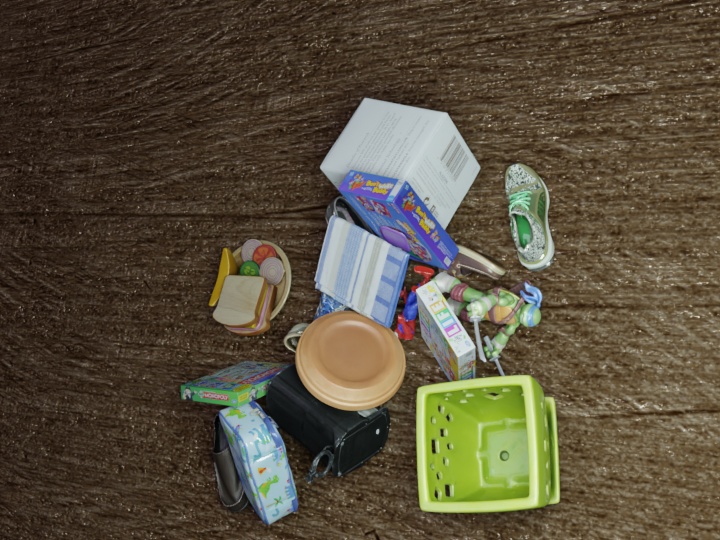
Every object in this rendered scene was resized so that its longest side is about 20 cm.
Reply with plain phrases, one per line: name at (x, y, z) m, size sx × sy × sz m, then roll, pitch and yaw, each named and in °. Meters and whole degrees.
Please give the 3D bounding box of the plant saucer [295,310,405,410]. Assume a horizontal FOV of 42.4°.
plant saucer at (-0.015, 0.151, 1.639) m, size 0.199 × 0.038 × 0.201 m, roll 5°, pitch 53°, yaw -7°

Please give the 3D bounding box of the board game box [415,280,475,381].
board game box at (0.145, 0.118, 1.555) m, size 0.034 × 0.200 × 0.135 m, roll -28°, pitch 64°, yaw -7°

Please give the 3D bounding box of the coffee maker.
coffee maker at (-0.077, 0.260, 1.649) m, size 0.199 × 0.191 × 0.136 m, roll 31°, pitch 108°, yaw 35°

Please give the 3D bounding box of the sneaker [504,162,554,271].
sneaker at (0.286, -0.104, 1.609) m, size 0.076 × 0.088 × 0.201 m, roll -20°, pitch 66°, yaw 24°

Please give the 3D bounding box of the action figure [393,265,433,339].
action figure at (0.086, 0.067, 1.631) m, size 0.051 × 0.200 × 0.066 m, roll 6°, pitch 56°, yaw -4°

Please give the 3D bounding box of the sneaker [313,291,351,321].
sneaker at (-0.054, 0.065, 1.763) m, size 0.075 × 0.077 × 0.201 m, roll 20°, pitch 87°, yaw 31°

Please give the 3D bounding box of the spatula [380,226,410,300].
spatula at (0.067, -0.010, 1.657) m, size 0.056 × 0.201 × 0.021 m, roll 25°, pitch 55°, yaw 26°

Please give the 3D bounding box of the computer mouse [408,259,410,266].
computer mouse at (0.048, 0.031, 1.745) m, size 0.058 × 0.034 × 0.201 m, roll 22°, pitch 80°, yaw 18°

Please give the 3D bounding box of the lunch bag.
lunch bag at (-0.185, 0.340, 1.678) m, size 0.082 × 0.201 × 0.161 m, roll -22°, pitch 25°, yaw -20°

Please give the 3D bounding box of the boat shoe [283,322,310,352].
boat shoe at (-0.044, 0.149, 1.705) m, size 0.199 × 0.065 × 0.073 m, roll 16°, pitch 105°, yaw 10°

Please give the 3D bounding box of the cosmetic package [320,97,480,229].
cosmetic package at (0.074, -0.187, 1.680) m, size 0.199 × 0.167 × 0.167 m, roll 19°, pitch 71°, yaw 41°

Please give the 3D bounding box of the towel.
towel at (0.000, 0.000, 1.653) m, size 0.199 × 0.024 × 0.148 m, roll 28°, pitch 112°, yaw 39°

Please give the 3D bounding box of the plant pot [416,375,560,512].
plant pot at (0.214, 0.285, 1.478) m, size 0.199 × 0.181 × 0.201 m, roll -9°, pitch 71°, yaw 27°

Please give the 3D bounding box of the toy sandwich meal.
toy sandwich meal at (-0.230, 0.030, 1.878) m, size 0.204 × 0.070 × 0.207 m, roll -9°, pitch 71°, yaw 28°

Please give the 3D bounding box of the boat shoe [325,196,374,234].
boat shoe at (-0.001, -0.049, 1.716) m, size 0.067 × 0.057 × 0.201 m, roll -28°, pitch 74°, yaw -22°

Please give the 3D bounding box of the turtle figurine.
turtle figurine at (0.195, 0.092, 1.567) m, size 0.193 × 0.143 × 0.201 m, roll 22°, pitch 94°, yaw 43°

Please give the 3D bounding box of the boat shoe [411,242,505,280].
boat shoe at (0.170, -0.011, 1.664) m, size 0.199 × 0.072 × 0.072 m, roll 24°, pitch 95°, yaw 37°

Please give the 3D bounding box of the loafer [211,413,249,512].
loafer at (-0.259, 0.366, 1.793) m, size 0.073 × 0.071 × 0.201 m, roll -22°, pitch 65°, yaw 23°

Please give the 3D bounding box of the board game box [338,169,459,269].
board game box at (0.067, -0.087, 1.595) m, size 0.134 × 0.200 × 0.045 m, roll 18°, pitch 69°, yaw 43°

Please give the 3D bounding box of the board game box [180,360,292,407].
board game box at (-0.222, 0.210, 1.746) m, size 0.134 × 0.200 × 0.029 m, roll 1°, pitch 99°, yaw 30°
